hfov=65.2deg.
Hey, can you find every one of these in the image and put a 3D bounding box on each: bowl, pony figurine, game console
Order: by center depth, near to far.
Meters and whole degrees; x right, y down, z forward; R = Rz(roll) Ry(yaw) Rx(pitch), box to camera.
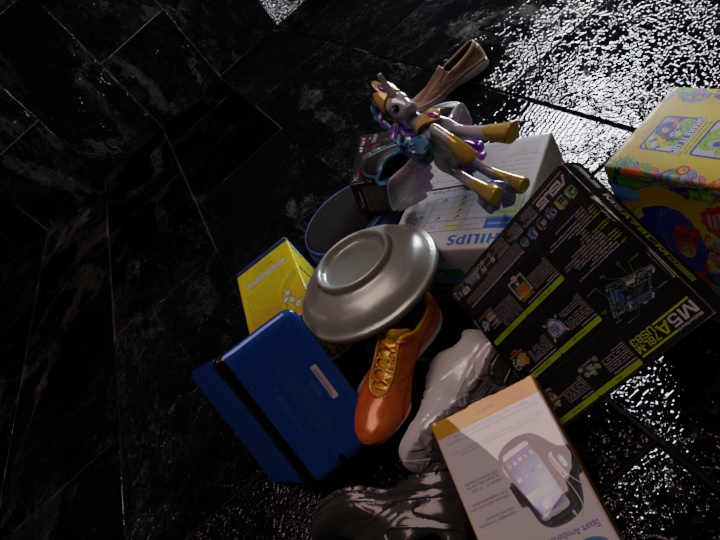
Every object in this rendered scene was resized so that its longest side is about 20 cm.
[{"bbox_3d":[0.107,-0.148,0.696,0.200,0.193,0.167,37,83,34],"label":"pony figurine"},{"bbox_3d":[-0.102,0.170,0.735,0.171,0.200,0.118,-37,7,-6],"label":"game console"},{"bbox_3d":[-0.021,-0.092,1.071,0.200,0.039,0.201,-25,39,22],"label":"bowl"}]

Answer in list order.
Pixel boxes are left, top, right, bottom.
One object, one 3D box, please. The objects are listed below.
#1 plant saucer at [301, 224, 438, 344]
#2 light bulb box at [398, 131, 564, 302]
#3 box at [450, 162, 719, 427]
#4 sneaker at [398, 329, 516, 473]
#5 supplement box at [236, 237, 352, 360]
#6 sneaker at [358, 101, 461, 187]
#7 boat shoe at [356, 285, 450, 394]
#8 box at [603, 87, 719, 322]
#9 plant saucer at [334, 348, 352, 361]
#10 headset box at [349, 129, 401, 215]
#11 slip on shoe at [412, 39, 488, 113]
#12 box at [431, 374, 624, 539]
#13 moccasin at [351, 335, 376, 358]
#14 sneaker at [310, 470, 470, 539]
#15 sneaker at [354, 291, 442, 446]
[{"bbox_3d":[0.000,0.000,0.718,0.200,0.050,0.200,-24,35,18],"label":"plant saucer"},{"bbox_3d":[0.172,-0.067,0.790,0.198,0.125,0.200,-2,52,41],"label":"light bulb box"},{"bbox_3d":[0.212,0.027,0.572,0.193,0.047,0.200,52,130,23],"label":"box"},{"bbox_3d":[0.108,0.152,0.679,0.200,0.078,0.099,-46,26,-18],"label":"sneaker"},{"bbox_3d":[-0.107,0.058,0.881,0.109,0.109,0.200,-37,37,6],"label":"supplement box"},{"bbox_3d":[0.094,-0.191,0.888,0.200,0.073,0.082,-36,24,2],"label":"sneaker"},{"bbox_3d":[0.071,0.114,0.750,0.066,0.072,0.201,22,71,42],"label":"boat shoe"},{"bbox_3d":[0.366,-0.048,0.520,0.122,0.200,0.193,-46,35,-11],"label":"box"},{"bbox_3d":[-0.045,0.064,0.937,0.200,0.032,0.201,-26,38,22],"label":"plant saucer"},{"bbox_3d":[0.094,-0.184,0.996,0.200,0.075,0.149,-5,47,18],"label":"headset box"},{"bbox_3d":[0.176,-0.408,1.199,0.200,0.061,0.076,-33,36,12],"label":"slip on shoe"},{"bbox_3d":[0.161,0.217,0.536,0.119,0.041,0.200,-31,60,15],"label":"box"},{"bbox_3d":[0.032,0.042,0.834,0.068,0.080,0.200,-32,18,47],"label":"moccasin"},{"bbox_3d":[0.028,0.281,0.610,0.200,0.076,0.091,-24,45,26],"label":"sneaker"},{"bbox_3d":[0.035,0.109,0.674,0.073,0.077,0.200,6,63,34],"label":"sneaker"}]
